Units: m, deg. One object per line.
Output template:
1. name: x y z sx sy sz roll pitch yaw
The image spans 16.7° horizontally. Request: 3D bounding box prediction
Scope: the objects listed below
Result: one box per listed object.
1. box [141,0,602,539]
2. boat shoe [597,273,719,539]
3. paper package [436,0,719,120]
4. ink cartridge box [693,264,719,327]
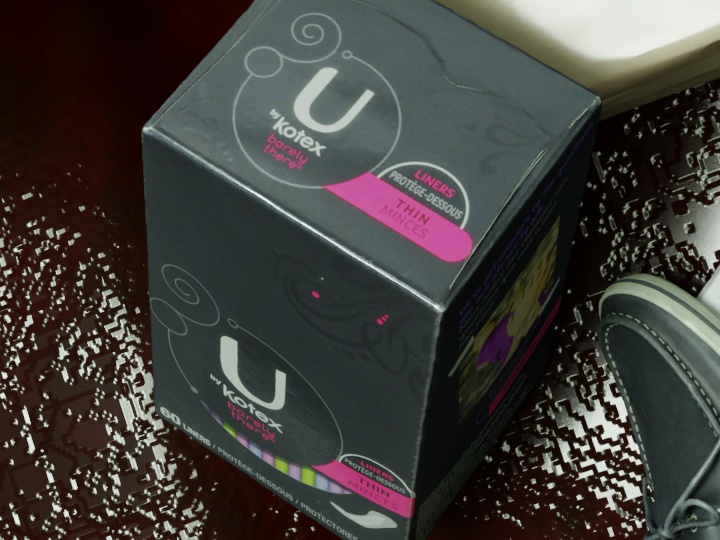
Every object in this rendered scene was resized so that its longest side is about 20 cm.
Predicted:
1. box: 0.000 0.000 0.878 0.122 0.200 0.106 31 62 16
2. boat shoe: 0.135 0.095 0.905 0.062 0.075 0.201 -23 86 -24
3. paper package: 0.101 -0.166 0.899 0.190 0.103 0.201 -20 86 18
4. ink cartridge box: 0.236 0.020 0.890 0.200 0.042 0.120 36 102 17
